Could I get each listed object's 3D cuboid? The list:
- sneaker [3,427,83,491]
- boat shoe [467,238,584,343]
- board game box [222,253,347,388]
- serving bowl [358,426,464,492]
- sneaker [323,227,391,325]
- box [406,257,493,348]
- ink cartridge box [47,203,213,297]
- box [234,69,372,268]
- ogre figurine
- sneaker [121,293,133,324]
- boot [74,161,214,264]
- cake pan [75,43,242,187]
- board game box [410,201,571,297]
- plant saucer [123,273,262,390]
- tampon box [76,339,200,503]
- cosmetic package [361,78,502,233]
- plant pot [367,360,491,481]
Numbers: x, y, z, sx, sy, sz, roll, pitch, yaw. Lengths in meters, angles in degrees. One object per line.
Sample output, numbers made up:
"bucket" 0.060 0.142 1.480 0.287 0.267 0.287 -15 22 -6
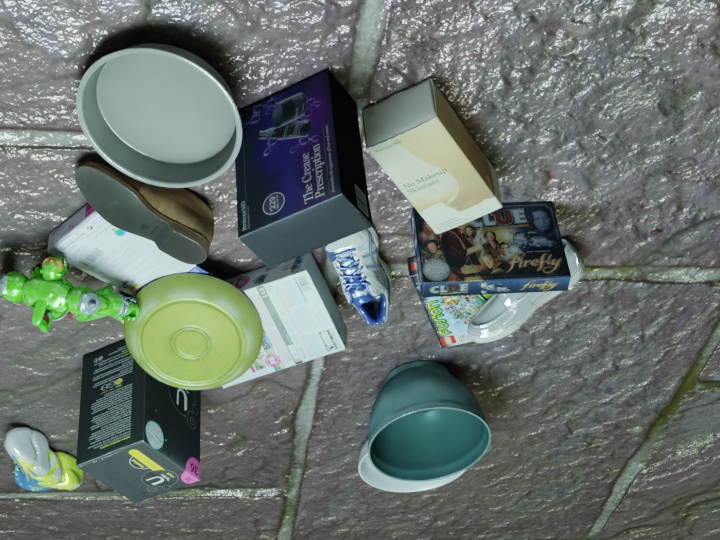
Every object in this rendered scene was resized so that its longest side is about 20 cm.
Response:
"sneaker" -0.569 0.337 2.005 0.105 0.076 0.200 -18 141 16
"boat shoe" 0.233 0.027 1.699 0.200 0.072 0.069 -32 126 5
"board game box" -0.138 0.073 1.703 0.200 0.064 0.148 -18 118 12
"serving bowl" 0.092 0.320 2.081 0.200 0.066 0.200 -4 142 -3
"sneaker" 0.000 0.000 1.648 0.075 0.088 0.200 -18 139 17
"box" 0.148 0.040 1.761 0.110 0.035 0.200 -14 141 11
"ink cartridge box" -0.315 -0.022 1.614 0.119 0.042 0.200 -32 132 31
"box" -0.073 -0.121 1.391 0.141 0.200 0.079 -24 140 21
"ogre figurine" -0.408 0.035 1.581 0.200 0.098 0.120 31 178 5
"sneaker" -0.294 0.100 1.744 0.076 0.076 0.200 -32 134 27
"boot" -0.278 -0.089 1.523 0.200 0.076 0.074 34 139 -22
"cake pan" -0.235 -0.186 1.385 0.200 0.037 0.201 5 134 6
"board game box" 0.175 -0.030 1.595 0.199 0.136 0.035 -3 142 -5
"plant saucer" -0.239 0.097 1.662 0.199 0.031 0.200 0 122 -1
"tampon box" -0.336 0.225 1.795 0.126 0.200 0.150 -22 140 19
"cosmetic package" 0.094 -0.142 1.494 0.105 0.071 0.200 -23 139 21
"plant pot" 0.102 0.234 1.914 0.200 0.134 0.201 -5 137 -5
